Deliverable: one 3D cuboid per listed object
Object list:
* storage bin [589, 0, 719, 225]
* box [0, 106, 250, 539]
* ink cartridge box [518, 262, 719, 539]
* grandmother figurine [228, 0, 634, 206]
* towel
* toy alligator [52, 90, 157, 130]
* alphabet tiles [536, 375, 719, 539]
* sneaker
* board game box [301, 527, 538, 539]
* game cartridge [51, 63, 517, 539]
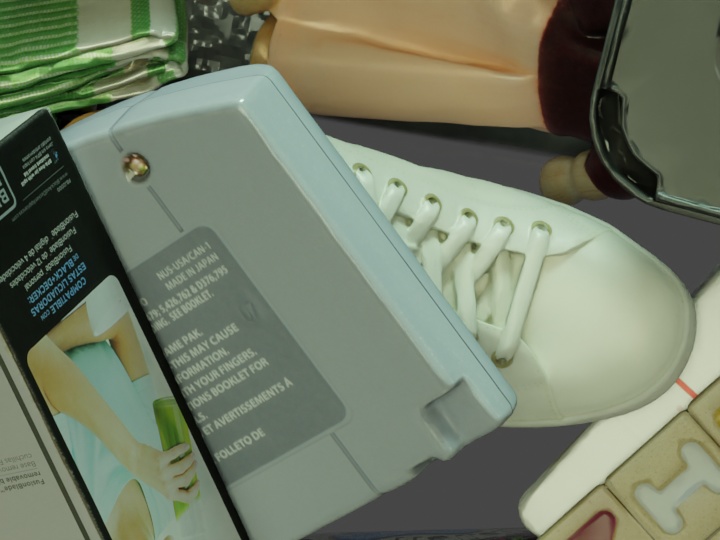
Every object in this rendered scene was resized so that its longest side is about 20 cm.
[{"bbox_3d":[0.150,-0.105,0.730,0.135,0.094,0.200,16,100,10],"label":"storage bin"},{"bbox_3d":[-0.103,0.066,0.773,0.117,0.060,0.200,-14,108,32],"label":"box"},{"bbox_3d":[0.154,0.035,0.867,0.116,0.067,0.200,43,95,3],"label":"ink cartridge box"},{"bbox_3d":[0.061,-0.061,0.847,0.200,0.121,0.061,12,60,24],"label":"grandmother figurine"},{"bbox_3d":[-0.153,-0.079,0.860,0.200,0.153,0.023,-14,127,4],"label":"towel"},{"bbox_3d":[-0.109,-0.036,0.895,0.200,0.054,0.059,14,89,5],"label":"toy alligator"},{"bbox_3d":[0.129,0.124,0.835,0.200,0.006,0.166,-42,88,5],"label":"alphabet tiles"},{"bbox_3d":[0.000,0.000,0.815,0.200,0.085,0.073,14,88,5],"label":"sneaker"},{"bbox_3d":[-0.034,0.138,0.891,0.200,0.062,0.200,-4,92,5],"label":"board game box"},{"bbox_3d":[-0.067,0.028,0.793,0.200,0.040,0.133,-30,104,35],"label":"game cartridge"}]
